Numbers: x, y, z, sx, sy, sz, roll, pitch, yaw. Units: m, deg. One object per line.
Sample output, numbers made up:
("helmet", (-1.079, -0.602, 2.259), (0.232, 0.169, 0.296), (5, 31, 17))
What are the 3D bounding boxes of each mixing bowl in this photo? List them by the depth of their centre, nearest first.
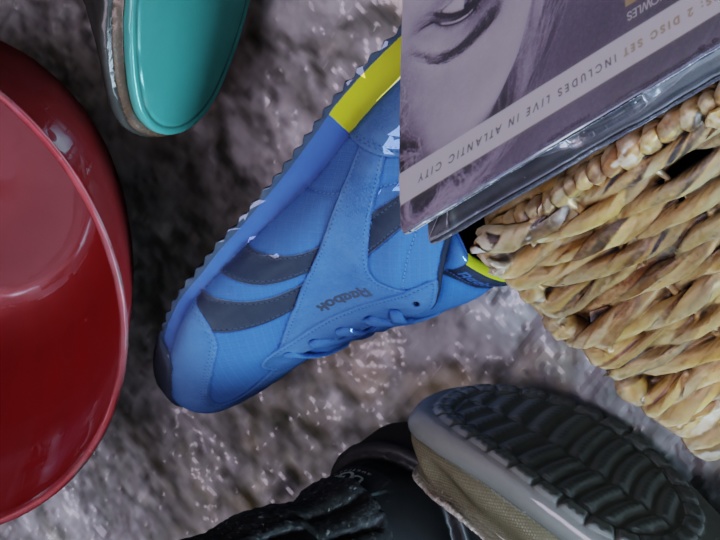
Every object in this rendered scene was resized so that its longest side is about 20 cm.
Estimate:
("mixing bowl", (-0.162, -0.015, 0.910), (0.199, 0.108, 0.201), (7, 117, 13))

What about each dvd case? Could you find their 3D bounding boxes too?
("dvd case", (0.065, -0.122, 0.707), (0.149, 0.016, 0.201), (-30, 47, 39))

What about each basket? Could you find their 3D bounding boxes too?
("basket", (0.153, -0.053, 0.715), (0.143, 0.149, 0.200), (39, 131, -21))

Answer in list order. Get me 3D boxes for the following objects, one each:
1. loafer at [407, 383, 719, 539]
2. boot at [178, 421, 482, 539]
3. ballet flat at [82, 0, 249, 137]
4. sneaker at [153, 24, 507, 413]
("loafer", (0.090, 0.109, 0.802), (0.200, 0.075, 0.070), (36, 118, 22))
("boot", (-0.010, 0.169, 0.838), (0.079, 0.158, 0.212), (-7, 105, 39))
("ballet flat", (-0.066, -0.148, 0.849), (0.068, 0.068, 0.201), (23, 107, 40))
("sneaker", (0.000, 0.000, 0.841), (0.078, 0.066, 0.200), (48, 126, 10))
